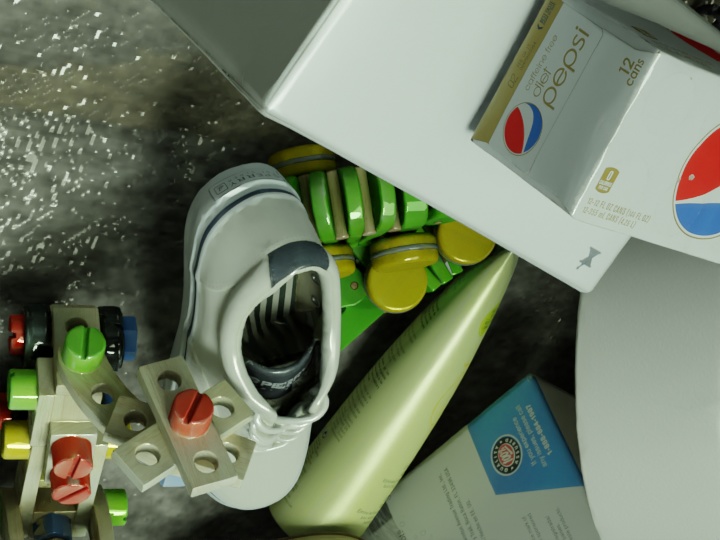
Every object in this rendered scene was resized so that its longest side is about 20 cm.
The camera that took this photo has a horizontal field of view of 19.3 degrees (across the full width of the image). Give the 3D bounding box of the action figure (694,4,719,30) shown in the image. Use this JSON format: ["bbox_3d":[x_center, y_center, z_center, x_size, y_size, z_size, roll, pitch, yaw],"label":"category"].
[{"bbox_3d":[0.166,-0.116,1.029,0.119,0.102,0.201,-36,134,-24],"label":"action figure"}]

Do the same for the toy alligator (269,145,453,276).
[{"bbox_3d":[0.025,-0.034,0.974,0.199,0.054,0.060,-8,83,-6],"label":"toy alligator"}]

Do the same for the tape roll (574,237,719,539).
[{"bbox_3d":[0.164,0.041,1.002,0.202,0.070,0.204,1,90,-65],"label":"tape roll"}]

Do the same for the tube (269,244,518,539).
[{"bbox_3d":[0.028,0.058,1.082,0.052,0.058,0.200,23,108,-39],"label":"tube"}]

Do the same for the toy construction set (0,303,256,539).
[{"bbox_3d":[-0.122,0.093,0.940,0.092,0.132,0.200,11,140,-26],"label":"toy construction set"}]

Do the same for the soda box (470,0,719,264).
[{"bbox_3d":[0.139,-0.043,0.808,0.199,0.064,0.068,14,110,-44],"label":"soda box"}]

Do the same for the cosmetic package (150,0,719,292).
[{"bbox_3d":[0.014,-0.117,0.851,0.199,0.200,0.123,27,104,-44],"label":"cosmetic package"}]

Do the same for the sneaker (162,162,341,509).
[{"bbox_3d":[-0.046,0.048,0.940,0.073,0.071,0.201,-18,138,-16],"label":"sneaker"}]

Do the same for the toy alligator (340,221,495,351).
[{"bbox_3d":[0.000,0.000,1.032,0.200,0.059,0.054,-34,94,-10],"label":"toy alligator"}]

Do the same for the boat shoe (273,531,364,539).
[{"bbox_3d":[-0.076,0.197,1.068,0.199,0.068,0.072,-23,114,2],"label":"boat shoe"}]

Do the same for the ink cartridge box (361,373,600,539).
[{"bbox_3d":[0.064,0.177,1.101,0.200,0.145,0.084,-41,138,21],"label":"ink cartridge box"}]
